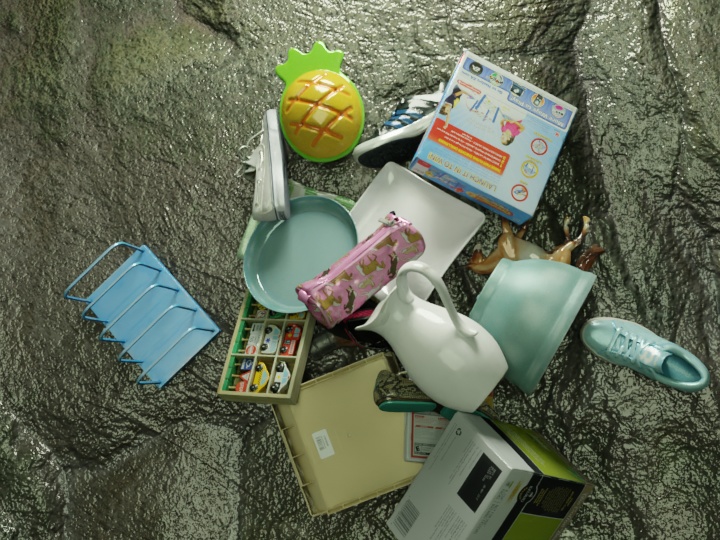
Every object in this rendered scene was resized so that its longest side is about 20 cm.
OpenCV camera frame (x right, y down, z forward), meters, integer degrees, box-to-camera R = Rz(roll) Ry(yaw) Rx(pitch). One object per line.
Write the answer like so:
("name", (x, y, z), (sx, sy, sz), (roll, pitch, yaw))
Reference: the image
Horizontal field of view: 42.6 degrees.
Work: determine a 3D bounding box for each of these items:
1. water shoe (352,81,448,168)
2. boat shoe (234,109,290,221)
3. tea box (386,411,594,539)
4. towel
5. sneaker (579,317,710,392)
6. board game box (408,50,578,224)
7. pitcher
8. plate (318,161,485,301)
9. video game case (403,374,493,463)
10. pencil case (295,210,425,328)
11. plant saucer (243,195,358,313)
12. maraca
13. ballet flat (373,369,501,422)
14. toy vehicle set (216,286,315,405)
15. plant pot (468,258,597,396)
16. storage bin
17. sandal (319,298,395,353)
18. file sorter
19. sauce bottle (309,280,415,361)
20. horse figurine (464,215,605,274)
("water shoe", (0.074, -0.233, 1.490), (0.200, 0.072, 0.079), (-24, 61, 0))
("boat shoe", (-0.163, -0.168, 1.493), (0.086, 0.075, 0.202), (-8, 68, 4))
("tea box", (0.182, 0.329, 1.298), (0.200, 0.197, 0.134), (-59, 40, 11))
("towel", (-0.088, -0.063, 1.509), (0.200, 0.023, 0.153), (18, 87, 10))
("sneaker", (0.427, 0.120, 1.377), (0.200, 0.082, 0.074), (21, 86, 11))
("board game box", (0.204, -0.203, 1.417), (0.200, 0.056, 0.196), (27, 75, -5))
("pitcher", (0.110, 0.089, 1.262), (0.200, 0.172, 0.121), (39, 52, 7))
("plate", (0.064, -0.047, 1.436), (0.199, 0.032, 0.200), (33, 82, 28))
("video game case", (0.135, 0.192, 1.394), (0.143, 0.017, 0.200), (9, 70, -19))
("pencil case", (0.000, 0.000, 1.354), (0.200, 0.083, 0.087), (-40, 103, -11))
("plant saucer", (-0.091, -0.023, 1.454), (0.200, 0.027, 0.200), (-10, 64, 21))
("maraca", (-0.067, -0.271, 1.487), (0.137, 0.107, 0.200), (-13, 81, 0))
("ballet flat", (0.115, 0.180, 1.347), (0.200, 0.068, 0.075), (14, 58, -14))
("toy vehicle set", (-0.140, 0.111, 1.442), (0.124, 0.027, 0.200), (-1, 58, 20))
("plant pot", (0.238, 0.063, 1.353), (0.134, 0.200, 0.200), (30, 89, 11))
("storage bin", (-0.010, 0.252, 1.425), (0.198, 0.094, 0.200), (-22, 81, 6))
("sandal", (0.021, 0.087, 1.377), (0.200, 0.045, 0.075), (17, 114, 25))
("file sorter", (-0.354, 0.069, 1.485), (0.139, 0.123, 0.200), (-43, 79, 1))
("sauce bottle", (0.006, 0.077, 1.456), (0.200, 0.066, 0.066), (-27, 80, 3))
("horse figurine", (0.276, -0.035, 1.436), (0.200, 0.050, 0.133), (19, 81, 13))
